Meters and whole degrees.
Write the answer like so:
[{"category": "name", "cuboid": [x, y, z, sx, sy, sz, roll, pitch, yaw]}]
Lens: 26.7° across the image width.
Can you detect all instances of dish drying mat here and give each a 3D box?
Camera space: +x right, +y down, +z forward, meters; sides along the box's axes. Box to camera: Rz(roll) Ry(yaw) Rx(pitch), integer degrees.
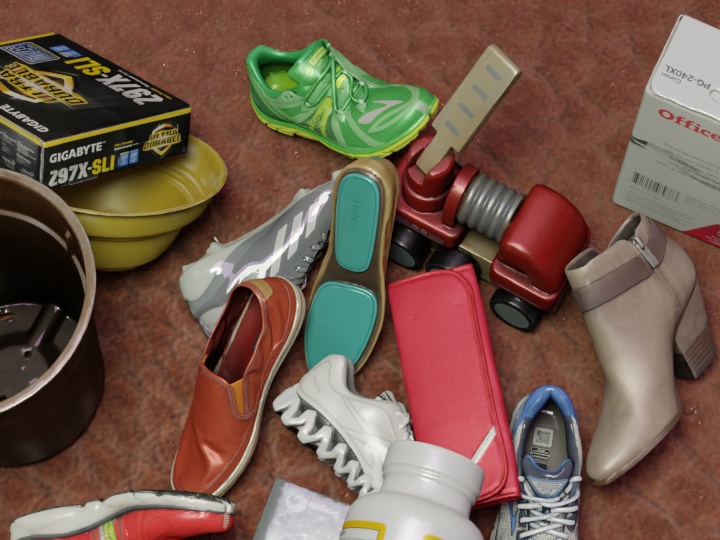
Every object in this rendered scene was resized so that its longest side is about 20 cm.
[{"category": "dish drying mat", "cuboid": [0.074, 0.093, 1.217, 0.076, 0.018, 0.202, -14, 65, 9]}]

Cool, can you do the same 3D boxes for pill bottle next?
[{"category": "pill bottle", "cuboid": [0.026, 0.225, 1.047, 0.103, 0.104, 0.202, 15, 70, 7]}]

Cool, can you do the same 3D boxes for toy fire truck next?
[{"category": "toy fire truck", "cuboid": [0.111, -0.069, 1.254, 0.175, 0.200, 0.129, 29, 70, 13]}]

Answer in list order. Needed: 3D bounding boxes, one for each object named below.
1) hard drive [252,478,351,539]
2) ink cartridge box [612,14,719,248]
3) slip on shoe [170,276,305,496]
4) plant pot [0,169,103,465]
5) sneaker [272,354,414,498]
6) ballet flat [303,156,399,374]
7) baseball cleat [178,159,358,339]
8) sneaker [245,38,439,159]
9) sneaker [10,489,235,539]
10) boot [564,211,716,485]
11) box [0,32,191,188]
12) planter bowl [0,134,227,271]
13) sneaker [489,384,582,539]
[{"category": "hard drive", "cuboid": [-0.032, 0.269, 1.102, 0.138, 0.033, 0.202, 19, 70, 6]}, {"category": "ink cartridge box", "cuboid": [0.302, -0.105, 1.267, 0.144, 0.201, 0.084, 25, 69, 11]}, {"category": "slip on shoe", "cuboid": [-0.110, 0.096, 1.233, 0.074, 0.061, 0.202, 28, 97, 36]}, {"category": "plant pot", "cuboid": [-0.290, 0.055, 1.199, 0.197, 0.199, 0.203, 0, 66, 1]}, {"category": "sneaker", "cuboid": [0.020, 0.150, 1.224, 0.081, 0.075, 0.200, -45, 74, -4]}, {"category": "ballet flat", "cuboid": [0.000, 0.000, 1.269, 0.068, 0.202, 0.063, 20, 25, 14]}, {"category": "baseball cleat", "cuboid": [-0.055, -0.006, 1.310, 0.199, 0.070, 0.107, -31, 75, -1]}, {"category": "sneaker", "cuboid": [-0.025, -0.152, 1.323, 0.198, 0.084, 0.075, 13, 58, 32]}, {"category": "sneaker", "cuboid": [-0.183, 0.221, 1.196, 0.198, 0.077, 0.086, -15, 75, 19]}, {"category": "boot", "cuboid": [0.212, 0.055, 1.238, 0.200, 0.070, 0.147, -45, 108, -34]}, {"category": "box", "cuboid": [-0.266, -0.140, 1.299, 0.199, 0.050, 0.159, 30, 33, 35]}, {"category": "planter bowl", "cuboid": [-0.216, -0.056, 1.297, 0.197, 0.084, 0.201, 7, 28, -4]}, {"category": "sneaker", "cuboid": [0.142, 0.184, 1.208, 0.076, 0.085, 0.203, 2, 67, 2]}]
